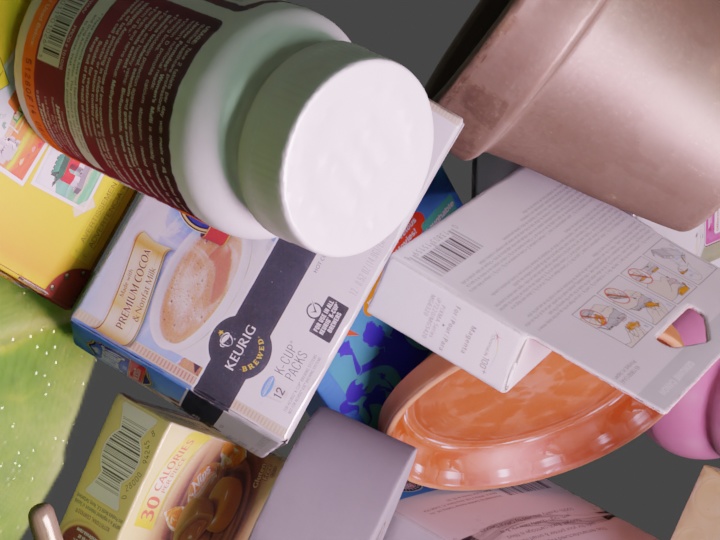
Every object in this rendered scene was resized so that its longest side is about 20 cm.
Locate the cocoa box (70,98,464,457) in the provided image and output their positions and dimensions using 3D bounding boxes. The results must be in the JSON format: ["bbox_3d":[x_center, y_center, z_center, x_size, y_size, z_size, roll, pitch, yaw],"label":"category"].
[{"bbox_3d":[-0.054,-0.020,1.203,0.131,0.133,0.201,30,80,-2],"label":"cocoa box"}]

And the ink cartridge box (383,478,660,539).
[{"bbox_3d":[0.099,0.198,1.441,0.144,0.199,0.085,-7,113,-42],"label":"ink cartridge box"}]

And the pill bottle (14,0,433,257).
[{"bbox_3d":[-0.065,-0.079,1.039,0.109,0.199,0.110,-20,122,-37],"label":"pill bottle"}]

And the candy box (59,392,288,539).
[{"bbox_3d":[-0.129,0.184,1.315,0.115,0.055,0.201,23,91,-47],"label":"candy box"}]

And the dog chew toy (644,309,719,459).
[{"bbox_3d":[0.282,0.089,1.574,0.124,0.199,0.126,-20,121,-38],"label":"dog chew toy"}]

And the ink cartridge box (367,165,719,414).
[{"bbox_3d":[0.124,0.018,1.261,0.200,0.173,0.044,-33,151,-57],"label":"ink cartridge box"}]

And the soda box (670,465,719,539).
[{"bbox_3d":[0.211,0.227,1.369,0.064,0.068,0.201,20,95,-47],"label":"soda box"}]

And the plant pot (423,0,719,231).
[{"bbox_3d":[0.153,-0.116,1.292,0.174,0.200,0.201,36,79,-5],"label":"plant pot"}]

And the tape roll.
[{"bbox_3d":[-0.035,0.184,1.322,0.200,0.066,0.202,24,90,-84],"label":"tape roll"}]

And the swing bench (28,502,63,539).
[{"bbox_3d":[-0.219,0.260,1.162,0.198,0.130,0.201,-19,122,-14],"label":"swing bench"}]

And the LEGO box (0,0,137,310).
[{"bbox_3d":[-0.168,-0.103,1.132,0.149,0.077,0.201,35,83,-47],"label":"LEGO box"}]

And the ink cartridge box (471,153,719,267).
[{"bbox_3d":[0.189,-0.055,1.457,0.199,0.144,0.085,-19,122,-38],"label":"ink cartridge box"}]

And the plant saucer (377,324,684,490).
[{"bbox_3d":[0.106,0.076,1.388,0.199,0.033,0.201,-12,150,-7],"label":"plant saucer"}]

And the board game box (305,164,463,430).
[{"bbox_3d":[0.000,0.000,1.368,0.152,0.045,0.200,-48,134,-17],"label":"board game box"}]
